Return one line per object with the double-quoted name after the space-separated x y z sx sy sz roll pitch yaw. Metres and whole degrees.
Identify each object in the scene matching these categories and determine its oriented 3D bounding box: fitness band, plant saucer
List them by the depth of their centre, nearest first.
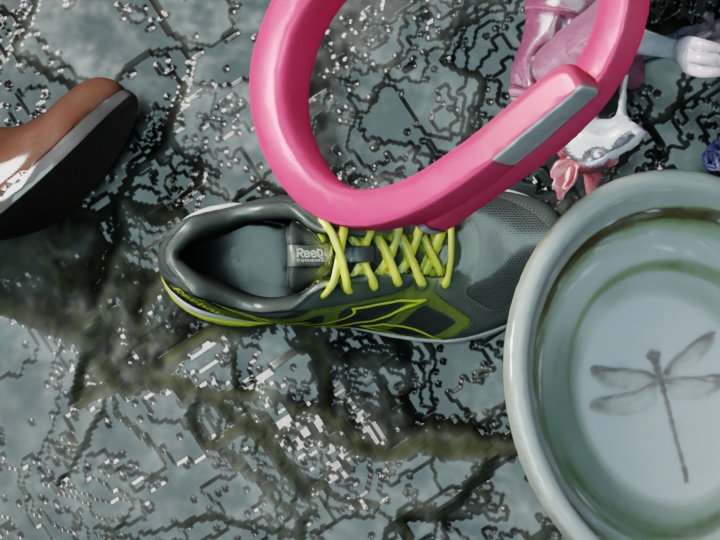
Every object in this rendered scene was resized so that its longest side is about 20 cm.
0.037 -0.103 1.127 0.200 0.037 0.144 -36 64 25 "fitness band"
0.142 0.056 1.163 0.200 0.050 0.200 7 75 -26 "plant saucer"

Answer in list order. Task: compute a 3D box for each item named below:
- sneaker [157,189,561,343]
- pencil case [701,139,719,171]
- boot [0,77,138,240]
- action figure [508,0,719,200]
0.000 0.000 1.188 0.200 0.085 0.075 -4 89 8 "sneaker"
0.237 0.013 1.146 0.084 0.085 0.200 -30 93 23 "pencil case"
-0.228 -0.089 1.240 0.188 0.068 0.200 -39 77 11 "boot"
0.097 -0.131 1.157 0.149 0.134 0.200 9 85 6 "action figure"
